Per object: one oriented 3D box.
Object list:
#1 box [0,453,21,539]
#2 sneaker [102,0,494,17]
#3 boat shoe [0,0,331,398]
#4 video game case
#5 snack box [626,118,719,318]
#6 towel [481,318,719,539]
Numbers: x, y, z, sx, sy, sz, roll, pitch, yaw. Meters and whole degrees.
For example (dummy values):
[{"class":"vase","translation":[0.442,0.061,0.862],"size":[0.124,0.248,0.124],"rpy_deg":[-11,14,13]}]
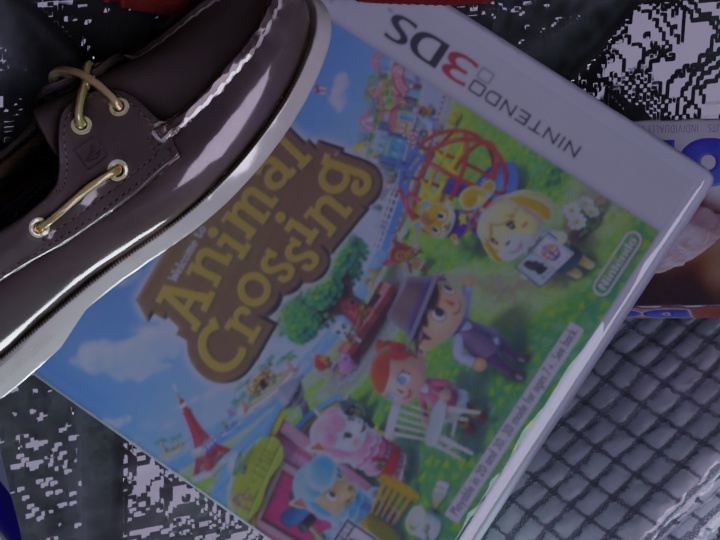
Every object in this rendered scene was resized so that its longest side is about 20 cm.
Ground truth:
[{"class":"box","translation":[-0.212,0.045,0.718],"size":[0.183,0.200,0.105],"rpy_deg":[-30,122,1]},{"class":"sneaker","translation":[-0.033,-0.158,0.866],"size":[0.199,0.078,0.116],"rpy_deg":[3,69,-13]},{"class":"boat shoe","translation":[-0.096,-0.035,0.844],"size":[0.200,0.072,0.059],"rpy_deg":[-42,124,9]},{"class":"video game case","translation":[0.000,0.000,0.882],"size":[0.200,0.182,0.022],"rpy_deg":[-56,169,-1]},{"class":"snack box","translation":[0.077,-0.019,0.901],"size":[0.024,0.199,0.072],"rpy_deg":[43,47,-72]},{"class":"towel","translation":[0.113,0.058,0.953],"size":[0.200,0.165,0.086],"rpy_deg":[-44,129,-9]}]
